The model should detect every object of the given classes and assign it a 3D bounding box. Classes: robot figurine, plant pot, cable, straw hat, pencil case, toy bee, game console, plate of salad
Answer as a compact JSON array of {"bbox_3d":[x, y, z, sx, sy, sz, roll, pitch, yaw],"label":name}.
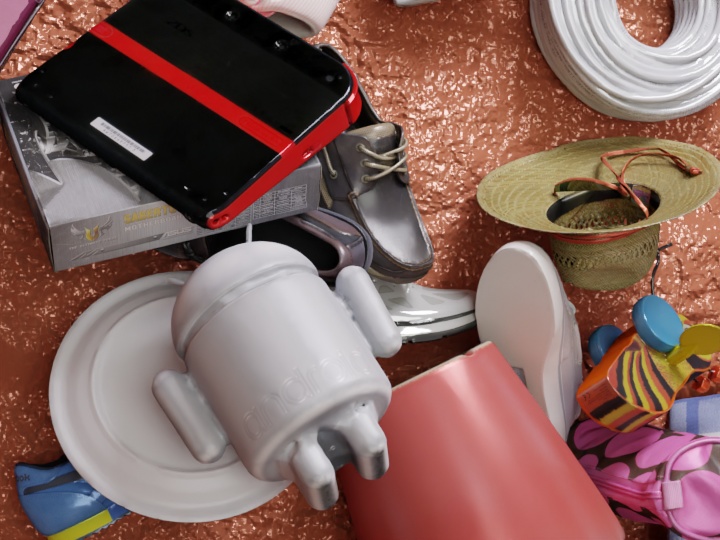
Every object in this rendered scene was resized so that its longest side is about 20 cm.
[{"bbox_3d":[-0.055,0.062,1.152,0.169,0.113,0.200,-29,67,-14],"label":"robot figurine"},{"bbox_3d":[0.074,0.161,1.266,0.200,0.200,0.178,-24,86,-18],"label":"plant pot"},{"bbox_3d":[0.236,-0.223,1.391,0.200,0.069,0.200,32,79,-14],"label":"cable"},{"bbox_3d":[0.192,-0.031,1.328,0.200,0.201,0.085,-15,116,-18],"label":"straw hat"},{"bbox_3d":[0.220,0.160,1.300,0.093,0.200,0.091,9,85,-20],"label":"pencil case"},{"bbox_3d":[0.242,0.066,1.327,0.109,0.131,0.200,42,60,-9],"label":"toy bee"},{"bbox_3d":[-0.118,-0.125,1.206,0.200,0.031,0.177,33,59,24],"label":"game console"},{"bbox_3d":[-0.123,0.091,1.219,0.199,0.048,0.201,4,58,-7],"label":"plate of salad"}]

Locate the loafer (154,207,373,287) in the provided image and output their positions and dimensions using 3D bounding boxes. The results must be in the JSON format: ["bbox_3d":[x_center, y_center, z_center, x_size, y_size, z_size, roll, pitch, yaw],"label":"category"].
[{"bbox_3d":[-0.091,-0.033,1.236,0.199,0.063,0.072,13,96,10],"label":"loafer"}]

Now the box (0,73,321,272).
[{"bbox_3d":[-0.147,-0.090,1.220,0.199,0.048,0.159,-14,49,-16],"label":"box"}]

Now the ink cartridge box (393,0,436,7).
[{"bbox_3d":[0.106,-0.305,1.316,0.199,0.050,0.163,-13,92,14],"label":"ink cartridge box"}]

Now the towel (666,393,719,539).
[{"bbox_3d":[0.314,0.177,1.333,0.024,0.146,0.201,60,28,-43],"label":"towel"}]

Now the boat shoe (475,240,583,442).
[{"bbox_3d":[0.142,0.055,1.316,0.069,0.072,0.201,-45,131,-42],"label":"boat shoe"}]

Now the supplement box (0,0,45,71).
[{"bbox_3d":[-0.296,-0.148,1.143,0.103,0.200,0.131,33,77,-14],"label":"supplement box"}]

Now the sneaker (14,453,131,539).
[{"bbox_3d":[-0.158,0.127,1.248,0.200,0.066,0.079,-27,92,-17],"label":"sneaker"}]

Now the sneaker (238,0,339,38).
[{"bbox_3d":[-0.097,-0.246,1.277,0.200,0.075,0.105,27,75,-20],"label":"sneaker"}]

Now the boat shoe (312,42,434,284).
[{"bbox_3d":[-0.004,-0.083,1.270,0.074,0.073,0.200,-24,76,-41],"label":"boat shoe"}]

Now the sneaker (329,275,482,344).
[{"bbox_3d":[0.000,0.000,1.299,0.200,0.076,0.116,-4,91,-16],"label":"sneaker"}]
